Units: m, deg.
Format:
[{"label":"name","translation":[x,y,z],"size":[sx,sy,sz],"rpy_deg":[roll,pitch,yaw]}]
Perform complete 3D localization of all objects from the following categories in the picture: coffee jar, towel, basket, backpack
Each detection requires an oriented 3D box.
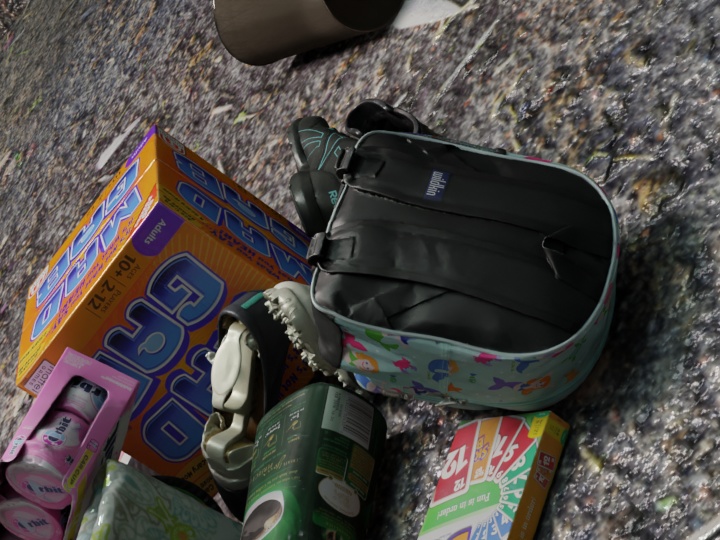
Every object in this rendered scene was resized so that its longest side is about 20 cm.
[{"label":"coffee jar","translation":[-0.040,0.189,1.141],"size":[0.104,0.085,0.201],"rpy_deg":[-36,31,38]},{"label":"towel","translation":[-0.137,0.255,1.127],"size":[0.048,0.171,0.201],"rpy_deg":[-33,33,40]},{"label":"basket","translation":[-0.050,-0.314,1.703],"size":[0.199,0.136,0.182],"rpy_deg":[7,68,56]},{"label":"backpack","translation":[0.078,0.007,1.072],"size":[0.198,0.151,0.179],"rpy_deg":[8,57,16]}]

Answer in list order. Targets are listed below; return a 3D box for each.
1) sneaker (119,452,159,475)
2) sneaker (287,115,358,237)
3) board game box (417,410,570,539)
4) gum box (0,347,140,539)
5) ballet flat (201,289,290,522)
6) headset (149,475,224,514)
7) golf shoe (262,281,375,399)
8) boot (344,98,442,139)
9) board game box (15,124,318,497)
[{"label":"sneaker","translation":[-0.251,0.241,1.435],"size":[0.104,0.075,0.201],"rpy_deg":[-8,44,50]},{"label":"sneaker","translation":[-0.024,-0.096,1.489],"size":[0.079,0.076,0.201],"rpy_deg":[-20,30,7]},{"label":"board game box","translation":[0.071,0.189,1.030],"size":[0.095,0.030,0.201],"rpy_deg":[-15,49,53]},{"label":"gum box","translation":[-0.238,0.163,1.227],"size":[0.201,0.066,0.114],"rpy_deg":[113,-179,-50]},{"label":"ballet flat","translation":[-0.098,0.114,1.245],"size":[0.073,0.072,0.202],"rpy_deg":[-139,54,-63]},{"label":"headset","translation":[-0.155,0.259,1.215],"size":[0.094,0.122,0.202],"rpy_deg":[113,150,-71]},{"label":"golf shoe","translation":[-0.006,0.031,1.179],"size":[0.097,0.200,0.079],"rpy_deg":[-40,70,6]},{"label":"boot","translation":[0.037,-0.099,1.301],"size":[0.070,0.131,0.200],"rpy_deg":[-59,27,-9]},{"label":"board game box","translation":[-0.157,0.034,1.359],"size":[0.200,0.199,0.200],"rpy_deg":[-50,20,13]}]
